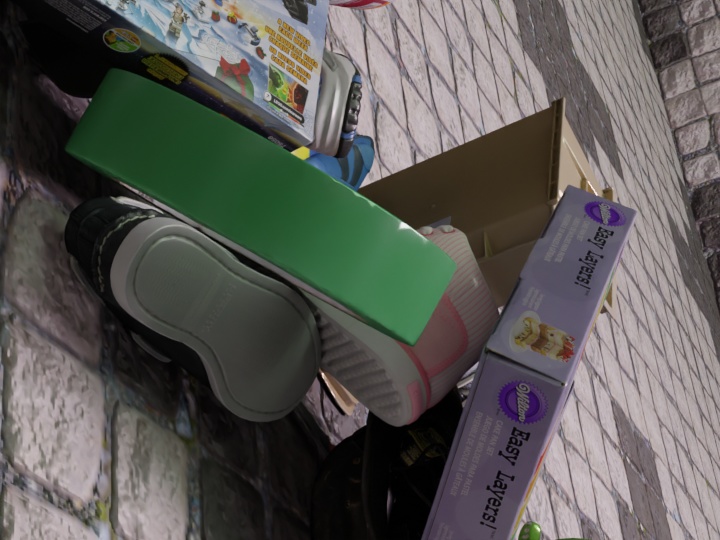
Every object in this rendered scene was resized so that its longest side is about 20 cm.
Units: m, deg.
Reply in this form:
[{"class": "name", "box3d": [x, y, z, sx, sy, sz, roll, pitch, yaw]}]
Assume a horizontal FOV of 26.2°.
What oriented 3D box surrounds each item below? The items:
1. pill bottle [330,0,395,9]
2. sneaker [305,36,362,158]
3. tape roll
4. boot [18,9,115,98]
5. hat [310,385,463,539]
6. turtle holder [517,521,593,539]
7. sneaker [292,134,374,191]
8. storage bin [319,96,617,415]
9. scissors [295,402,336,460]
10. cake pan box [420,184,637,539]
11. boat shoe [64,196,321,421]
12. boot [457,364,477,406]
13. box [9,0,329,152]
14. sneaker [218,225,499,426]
[{"class": "pill bottle", "box3d": [-0.023, -0.266, 1.214, 0.114, 0.112, 0.200, 70, 18, 0]}, {"class": "sneaker", "box3d": [-0.061, -0.128, 0.985, 0.200, 0.077, 0.076, -135, -128, -64]}, {"class": "tape roll", "box3d": [-0.049, -0.030, 0.774, 0.200, 0.048, 0.200, 29, -2, 1]}, {"class": "boot", "box3d": [-0.148, -0.176, 0.876, 0.174, 0.069, 0.201, -29, 103, -76]}, {"class": "hat", "box3d": [0.015, 0.153, 0.945, 0.200, 0.080, 0.202, -9, 90, -66]}, {"class": "turtle holder", "box3d": [0.148, 0.290, 1.140, 0.140, 0.186, 0.132, 28, 34, -15]}, {"class": "sneaker", "box3d": [-0.037, -0.052, 1.055, 0.200, 0.066, 0.079, -28, 110, -71]}, {"class": "storage bin", "box3d": [0.070, -0.010, 1.085, 0.094, 0.199, 0.199, 60, 21, -22]}, {"class": "scissors", "box3d": [-0.014, 0.125, 1.011, 0.201, 0.014, 0.073, 64, 22, -16]}, {"class": "cake pan box", "box3d": [0.092, 0.072, 0.880, 0.200, 0.052, 0.185, -55, 165, -56]}, {"class": "boat shoe", "box3d": [-0.085, 0.019, 0.832, 0.060, 0.076, 0.200, 28, -15, 34]}, {"class": "boot", "box3d": [0.099, 0.095, 1.253, 0.200, 0.072, 0.091, 46, 25, -52]}, {"class": "box", "box3d": [-0.098, -0.160, 0.783, 0.200, 0.040, 0.138, 32, 53, -37]}, {"class": "sneaker", "box3d": [0.000, 0.000, 0.918, 0.200, 0.104, 0.076, 41, -29, 31]}]
